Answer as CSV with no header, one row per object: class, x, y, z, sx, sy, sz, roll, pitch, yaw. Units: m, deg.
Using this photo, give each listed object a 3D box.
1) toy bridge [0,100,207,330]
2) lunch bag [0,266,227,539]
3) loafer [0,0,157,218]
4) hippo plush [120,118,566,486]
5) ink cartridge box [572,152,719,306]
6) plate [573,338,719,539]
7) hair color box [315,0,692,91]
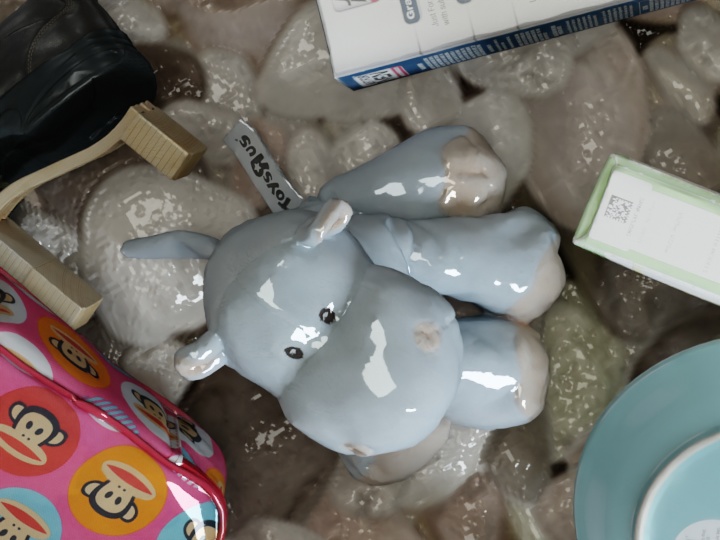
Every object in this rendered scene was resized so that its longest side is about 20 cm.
toy bridge,-0.152,0.001,1.096,0.067,0.027,0.200,39,111,6
lunch bag,-0.178,0.103,1.068,0.200,0.082,0.176,38,105,-18
loafer,-0.192,-0.058,1.117,0.200,0.073,0.072,-34,64,2
hippo plush,0.000,0.000,1.037,0.200,0.161,0.159,43,95,6
ink cartridge box,0.194,0.005,1.021,0.200,0.146,0.048,23,92,7
plate,0.189,0.121,1.034,0.200,0.026,0.200,8,119,14
hair color box,0.075,-0.157,1.081,0.200,0.061,0.100,-14,87,6
